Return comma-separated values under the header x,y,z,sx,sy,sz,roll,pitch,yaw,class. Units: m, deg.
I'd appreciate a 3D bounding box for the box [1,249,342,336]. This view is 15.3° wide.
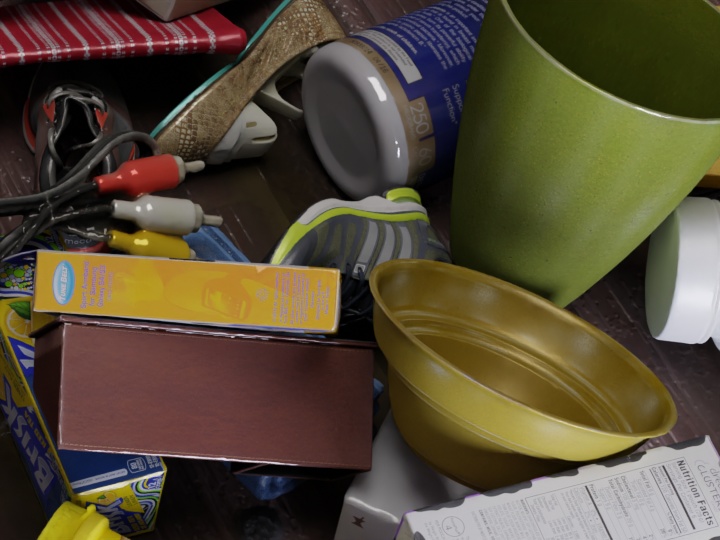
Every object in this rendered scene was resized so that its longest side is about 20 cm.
x,y,z,sx,sy,sz,roll,pitch,yaw,class
-0.111,0.014,1.590,0.199,0.119,0.042,2,87,1,box

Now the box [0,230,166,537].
x,y,z,sx,sy,sz,roll,pitch,yaw,class
-0.187,0.072,1.665,0.064,0.070,0.200,-14,55,-22,box

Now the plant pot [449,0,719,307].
x,y,z,sx,sy,sz,roll,pitch,yaw,class
0.137,-0.078,1.748,0.186,0.201,0.188,17,35,-12,plant pot

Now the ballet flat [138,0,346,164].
x,y,z,sx,sy,sz,roll,pitch,yaw,class
-0.072,-0.120,1.849,0.065,0.071,0.200,40,57,3,ballet flat

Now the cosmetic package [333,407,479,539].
x,y,z,sx,sy,sz,roll,pitch,yaw,class
0.066,0.108,1.687,0.101,0.074,0.200,24,53,8,cosmetic package

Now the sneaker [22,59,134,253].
x,y,z,sx,sy,sz,roll,pitch,yaw,class
-0.184,-0.094,1.787,0.077,0.082,0.201,0,44,-10,sneaker

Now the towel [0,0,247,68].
x,y,z,sx,sy,sz,roll,pitch,yaw,class
-0.187,-0.162,1.840,0.199,0.023,0.145,-6,18,-16,towel

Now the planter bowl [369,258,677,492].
x,y,z,sx,sy,sz,roll,pitch,yaw,class
0.080,0.078,1.592,0.200,0.084,0.201,23,18,-8,planter bowl

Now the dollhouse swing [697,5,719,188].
x,y,z,sx,sy,sz,roll,pitch,yaw,class
0.296,-0.160,1.896,0.175,0.182,0.201,16,47,-25,dollhouse swing

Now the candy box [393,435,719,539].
x,y,z,sx,sy,sz,roll,pitch,yaw,class
0.110,0.188,1.566,0.199,0.168,0.072,-13,58,-21,candy box

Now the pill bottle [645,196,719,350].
x,y,z,sx,sy,sz,roll,pitch,yaw,class
0.296,0.008,1.785,0.199,0.114,0.115,6,50,-6,pill bottle

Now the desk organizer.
x,y,z,sx,sy,sz,roll,pitch,yaw,class
-0.093,0.077,1.592,0.199,0.072,0.077,6,78,-21,desk organizer

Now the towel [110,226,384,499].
x,y,z,sx,sy,sz,roll,pitch,yaw,class
-0.085,0.051,1.717,0.111,0.049,0.200,-31,63,-29,towel

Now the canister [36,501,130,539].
x,y,z,sx,sy,sz,roll,pitch,yaw,class
-0.114,0.239,1.536,0.199,0.087,0.149,25,51,8,canister

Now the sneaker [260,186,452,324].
x,y,z,sx,sy,sz,roll,pitch,yaw,class
0.000,0.000,1.730,0.081,0.074,0.200,49,34,16,sneaker

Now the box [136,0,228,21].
x,y,z,sx,sy,sz,roll,pitch,yaw,class
-0.091,-0.250,1.889,0.078,0.095,0.200,37,34,18,box

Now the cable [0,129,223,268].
x,y,z,sx,sy,sz,roll,pitch,yaw,class
-0.177,-0.042,1.671,0.199,0.050,0.098,-3,84,-41,cable

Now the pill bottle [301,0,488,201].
x,y,z,sx,sy,sz,roll,pitch,yaw,class
0.069,-0.129,1.850,0.199,0.116,0.116,-24,59,-27,pill bottle
